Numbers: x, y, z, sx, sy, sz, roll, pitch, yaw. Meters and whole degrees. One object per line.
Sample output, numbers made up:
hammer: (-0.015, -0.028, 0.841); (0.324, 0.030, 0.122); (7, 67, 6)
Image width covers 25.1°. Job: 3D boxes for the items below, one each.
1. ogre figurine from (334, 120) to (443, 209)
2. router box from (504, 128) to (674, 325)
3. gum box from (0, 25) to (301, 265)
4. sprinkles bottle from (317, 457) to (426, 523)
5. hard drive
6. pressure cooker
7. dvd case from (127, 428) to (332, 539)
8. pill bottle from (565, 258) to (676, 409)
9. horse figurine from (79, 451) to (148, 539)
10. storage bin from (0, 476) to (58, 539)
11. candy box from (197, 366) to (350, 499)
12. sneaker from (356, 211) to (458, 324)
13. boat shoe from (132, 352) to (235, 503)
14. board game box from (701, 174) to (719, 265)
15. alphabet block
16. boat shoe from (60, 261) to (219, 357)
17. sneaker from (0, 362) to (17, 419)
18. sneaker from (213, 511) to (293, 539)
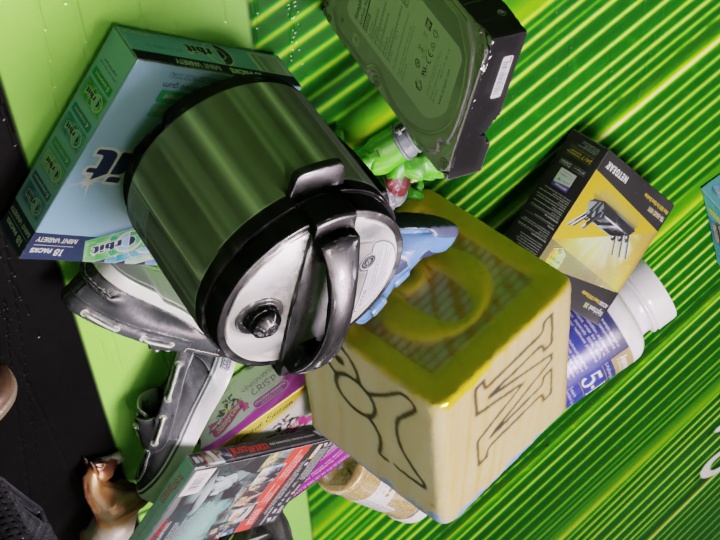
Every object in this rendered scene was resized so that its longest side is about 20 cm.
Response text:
ogre figurine: (0.012, -0.082, 1.402); (0.119, 0.099, 0.200); (-22, -168, -11)
router box: (0.236, -0.041, 1.698); (0.158, 0.052, 0.200); (-58, 146, 5)
gum box: (-0.165, -0.091, 1.275); (0.169, 0.045, 0.200); (2, 132, -47)
sprinkles bottle: (0.019, 0.247, 1.898); (0.068, 0.068, 0.200); (-41, 149, 10)
hard drive: (0.041, -0.184, 1.200); (0.038, 0.200, 0.140); (-15, 145, -27)
pressure cooker: (-0.067, -0.024, 1.225); (0.178, 0.200, 0.176); (-42, 149, 7)
dvd case: (-0.128, 0.221, 1.627); (0.199, 0.022, 0.146); (-8, 142, -48)
pill bottle: (0.253, 0.072, 1.841); (0.199, 0.120, 0.120); (-35, 149, -2)
horse figurine: (-0.243, 0.257, 1.670); (0.132, 0.050, 0.201); (-15, 141, -41)
storage bin: (-0.388, 0.303, 1.545); (0.199, 0.094, 0.135); (-34, 149, -2)
candy box: (-0.083, 0.165, 1.691); (0.136, 0.061, 0.200); (-36, 149, 2)
sneaker: (0.000, 0.000, 1.454); (0.199, 0.074, 0.083); (-18, 108, -25)
boat shoe: (-0.186, 0.141, 1.553); (0.067, 0.072, 0.201); (21, 126, -13)
board game box: (0.492, -0.081, 1.942); (0.151, 0.047, 0.200); (-36, 150, -1)
alphabet block: (0.071, 0.082, 1.550); (0.196, 0.195, 0.201); (-42, 149, -26)
boat shoe: (-0.180, 0.036, 1.413); (0.060, 0.076, 0.200); (-43, 137, 12)
sneaker: (-0.375, 0.113, 1.319); (0.199, 0.071, 0.076); (-22, 146, -23)
sneaker: (-0.148, 0.336, 1.825); (0.200, 0.098, 0.071); (-45, 150, 18)
